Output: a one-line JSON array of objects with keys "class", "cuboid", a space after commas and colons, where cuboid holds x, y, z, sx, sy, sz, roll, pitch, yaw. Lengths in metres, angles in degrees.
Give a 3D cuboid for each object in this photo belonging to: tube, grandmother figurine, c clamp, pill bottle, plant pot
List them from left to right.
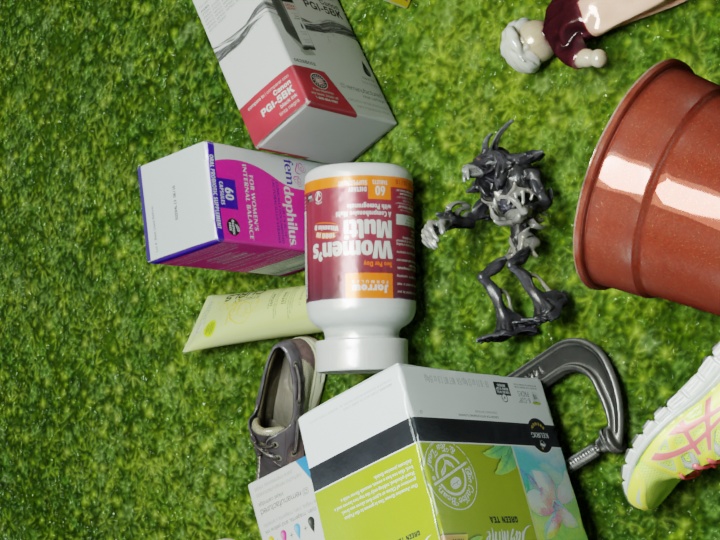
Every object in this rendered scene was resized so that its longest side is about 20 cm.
[{"class": "tube", "cuboid": [-0.110, 0.049, 1.586, 0.200, 0.058, 0.052, -8, 97, 41]}, {"class": "pill bottle", "cuboid": [0.000, 0.000, 1.461, 0.109, 0.109, 0.200, -7, 81, 39]}, {"class": "c clamp", "cuboid": [0.173, 0.165, 1.360, 0.200, 0.027, 0.171, -44, 55, 30]}, {"class": "grandmother figurine", "cuboid": [0.209, -0.232, 1.345, 0.200, 0.061, 0.121, -22, 45, 39]}, {"class": "plant pot", "cuboid": [0.303, -0.042, 1.170, 0.195, 0.201, 0.201, 25, 102, 30]}]

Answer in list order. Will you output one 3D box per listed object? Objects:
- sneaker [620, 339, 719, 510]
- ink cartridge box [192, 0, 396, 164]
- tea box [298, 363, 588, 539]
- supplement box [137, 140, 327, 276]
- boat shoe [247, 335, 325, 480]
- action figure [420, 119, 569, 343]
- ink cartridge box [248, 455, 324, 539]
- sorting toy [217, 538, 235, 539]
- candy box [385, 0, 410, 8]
[{"class": "sneaker", "cuboid": [0.295, 0.136, 1.225, 0.090, 0.078, 0.200, 46, 117, 25]}, {"class": "ink cartridge box", "cuboid": [-0.069, -0.217, 1.514, 0.083, 0.147, 0.200, -38, 64, 30]}, {"class": "tea box", "cuboid": [0.076, 0.199, 1.289, 0.134, 0.200, 0.197, -31, 64, 38]}, {"class": "supplement box", "cuboid": [-0.115, -0.059, 1.504, 0.103, 0.200, 0.101, -16, 76, 37]}, {"class": "boat shoe", "cuboid": [-0.086, 0.166, 1.546, 0.072, 0.065, 0.200, 16, 96, 39]}, {"class": "action figure", "cuboid": [0.126, -0.040, 1.366, 0.119, 0.102, 0.200, -26, 71, 48]}, {"class": "ink cartridge box", "cuboid": [0.012, 0.271, 1.402, 0.147, 0.145, 0.200, -30, 67, 35]}, {"class": "sorting toy", "cuboid": [-0.130, 0.357, 1.492, 0.200, 0.180, 0.107, 16, 96, 40]}, {"class": "candy box", "cuboid": [-0.045, -0.325, 1.533, 0.200, 0.102, 0.026, 33, 102, 36]}]
